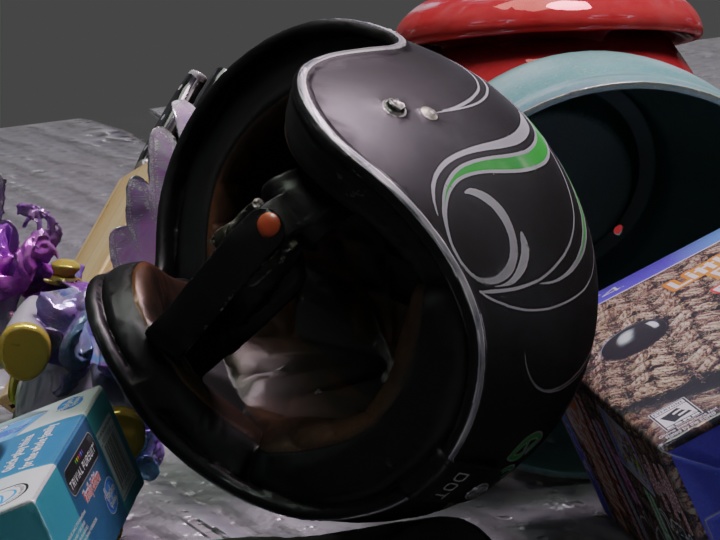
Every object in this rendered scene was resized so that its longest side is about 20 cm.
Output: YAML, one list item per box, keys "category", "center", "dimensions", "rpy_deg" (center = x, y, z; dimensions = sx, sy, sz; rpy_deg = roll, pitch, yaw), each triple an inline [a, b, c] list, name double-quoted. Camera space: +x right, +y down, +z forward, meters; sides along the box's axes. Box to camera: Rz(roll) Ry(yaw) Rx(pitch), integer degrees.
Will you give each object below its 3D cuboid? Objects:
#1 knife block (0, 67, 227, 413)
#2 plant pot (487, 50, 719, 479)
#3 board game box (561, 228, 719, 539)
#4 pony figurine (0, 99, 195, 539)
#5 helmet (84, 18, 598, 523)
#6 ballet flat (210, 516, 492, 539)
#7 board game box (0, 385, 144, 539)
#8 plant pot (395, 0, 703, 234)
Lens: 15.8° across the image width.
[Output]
- category: "knife block"
  center: [-0.114, -0.022, 1.410]
  dimensions: [0.200, 0.176, 0.064]
  rpy_deg: [-12, -8, -32]
- category: "plant pot"
  center: [0.103, -0.021, 1.233]
  dimensions: [0.200, 0.201, 0.134]
  rpy_deg: [-6, 27, -9]
- category: "board game box"
  center: [0.179, 0.052, 1.068]
  dimensions: [0.159, 0.097, 0.200]
  rpy_deg: [-27, 15, -6]
- category: "pony figurine"
  center: [-0.135, 0.028, 1.153]
  dimensions: [0.166, 0.193, 0.200]
  rpy_deg: [4, 18, -9]
- category: "helmet"
  center: [0.000, 0.000, 1.047]
  dimensions: [0.200, 0.200, 0.191]
  rpy_deg: [0, 14, 17]
- category: "ballet flat"
  center: [-0.024, 0.131, 0.961]
  dimensions: [0.200, 0.068, 0.068]
  rpy_deg: [-10, 27, -28]
- category: "board game box"
  center: [-0.190, 0.116, 0.973]
  dimensions: [0.200, 0.047, 0.151]
  rpy_deg: [-21, 10, 7]
- category: "plant pot"
  center: [0.110, -0.068, 1.477]
  dimensions: [0.200, 0.183, 0.200]
  rpy_deg: [-2, 1, 0]
